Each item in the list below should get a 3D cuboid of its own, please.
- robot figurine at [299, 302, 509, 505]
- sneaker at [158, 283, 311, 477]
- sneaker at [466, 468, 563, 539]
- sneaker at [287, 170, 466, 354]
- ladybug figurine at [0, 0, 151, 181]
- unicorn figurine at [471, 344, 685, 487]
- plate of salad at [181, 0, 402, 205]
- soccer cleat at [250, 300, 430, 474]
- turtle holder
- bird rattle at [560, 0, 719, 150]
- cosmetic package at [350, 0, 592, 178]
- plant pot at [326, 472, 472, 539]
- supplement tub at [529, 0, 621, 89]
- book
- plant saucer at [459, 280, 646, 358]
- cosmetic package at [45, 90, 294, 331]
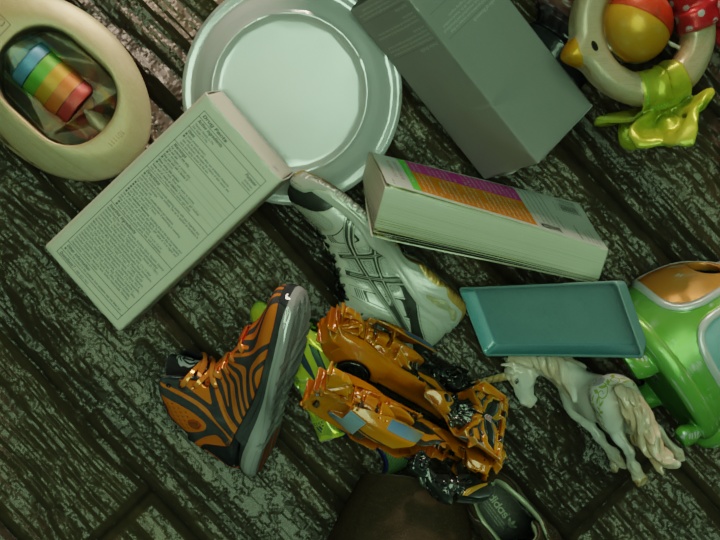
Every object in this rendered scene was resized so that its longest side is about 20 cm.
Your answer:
[{"bbox_3d":[0.048,0.115,1.478,0.199,0.146,0.058,28,134,-16],"label":"robot figurine"},{"bbox_3d":[-0.115,0.084,1.499,0.111,0.078,0.201,24,121,9],"label":"sneaker"},{"bbox_3d":[0.155,0.258,1.536,0.070,0.076,0.200,-43,90,-1],"label":"sneaker"},{"bbox_3d":[0.000,0.000,1.526,0.200,0.076,0.088,43,94,-11],"label":"sneaker"},{"bbox_3d":[-0.270,-0.163,1.534,0.200,0.072,0.136,45,88,-1],"label":"ladybug figurine"},{"bbox_3d":[0.203,0.120,1.521,0.074,0.199,0.138,-46,106,-27],"label":"unicorn figurine"},{"bbox_3d":[-0.061,-0.160,1.551,0.198,0.048,0.202,1,99,6],"label":"plate of salad"},{"bbox_3d":[-0.028,0.106,1.541,0.200,0.065,0.084,40,93,0],"label":"soccer cleat"},{"bbox_3d":[0.301,0.077,1.509,0.131,0.141,0.186,-38,89,-2],"label":"turtle holder"},{"bbox_3d":[0.255,-0.200,1.447,0.162,0.113,0.201,26,91,-16],"label":"bird rattle"},{"bbox_3d":[0.095,-0.183,1.500,0.200,0.107,0.090,48,69,-15],"label":"cosmetic package"},{"bbox_3d":[0.029,0.283,1.496,0.185,0.187,0.202,10,76,-1],"label":"plant pot"},{"bbox_3d":[0.226,-0.256,1.529,0.107,0.107,0.200,39,89,0],"label":"supplement tub"},{"bbox_3d":[0.105,-0.051,1.496,0.198,0.134,0.048,13,109,-9],"label":"book"},{"bbox_3d":[0.165,0.040,1.490,0.019,0.199,0.070,-31,106,-34],"label":"plant saucer"},{"bbox_3d":[-0.166,-0.053,1.516,0.200,0.073,0.104,-41,91,10],"label":"cosmetic package"}]
